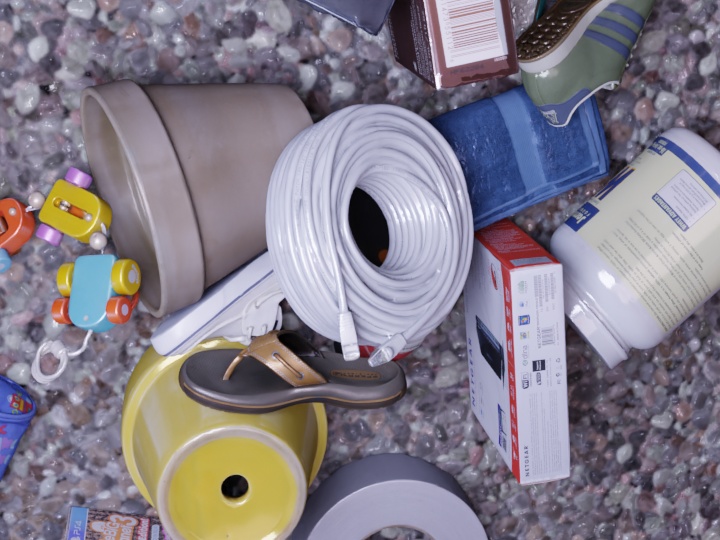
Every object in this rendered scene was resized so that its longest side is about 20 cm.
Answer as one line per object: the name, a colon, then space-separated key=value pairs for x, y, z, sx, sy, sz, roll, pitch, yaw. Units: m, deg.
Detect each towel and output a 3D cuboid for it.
towel: x=0.135 y=-0.108 z=1.111 sx=0.198 sy=0.048 sz=0.113 roll=-22 pitch=107 yaw=-14

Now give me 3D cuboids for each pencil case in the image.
pencil case: x=-0.382 y=0.190 z=1.111 sx=0.086 sy=0.078 sz=0.201 roll=24 pitch=100 yaw=-38

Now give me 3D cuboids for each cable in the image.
cable: x=0.012 y=-0.036 z=0.994 sx=0.199 sy=0.069 sz=0.202 roll=-25 pitch=98 yaw=-41

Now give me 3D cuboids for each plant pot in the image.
plant pot: x=-0.129 y=-0.084 z=1.033 sx=0.172 sy=0.200 sz=0.202 roll=-21 pitch=109 yaw=-20
plant pot: x=-0.120 y=0.164 z=1.090 sx=0.198 sy=0.189 sz=0.203 roll=-3 pitch=106 yaw=-9

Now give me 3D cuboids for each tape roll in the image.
tape roll: x=0.030 y=0.292 z=1.215 sx=0.198 sy=0.066 sz=0.203 roll=-2 pitch=105 yaw=-9

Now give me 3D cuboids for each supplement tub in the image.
supplement tub: x=0.271 y=-0.019 z=1.126 sx=0.200 sy=0.145 sz=0.145 roll=-42 pitch=108 yaw=4

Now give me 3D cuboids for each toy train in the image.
toy train: x=-0.266 y=-0.001 z=1.045 sx=0.150 sy=0.201 sz=0.056 roll=-40 pitch=153 yaw=8

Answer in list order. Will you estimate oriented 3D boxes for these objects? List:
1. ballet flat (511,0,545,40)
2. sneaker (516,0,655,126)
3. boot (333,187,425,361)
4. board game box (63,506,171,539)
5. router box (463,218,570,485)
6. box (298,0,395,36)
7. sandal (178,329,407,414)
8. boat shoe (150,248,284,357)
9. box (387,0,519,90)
ballet flat: x=0.153 y=-0.300 z=1.071 sx=0.071 sy=0.072 sz=0.202 roll=14 pitch=103 yaw=-13
sneaker: x=0.217 y=-0.209 z=1.087 sx=0.200 sy=0.067 sz=0.090 roll=-42 pitch=126 yaw=-24
boot: x=0.000 y=0.000 z=1.127 sx=0.072 sy=0.144 sz=0.202 roll=-3 pitch=69 yaw=-21
board game box: x=-0.203 y=0.337 z=1.173 sx=0.198 sy=0.097 sz=0.161 roll=9 pitch=104 yaw=-12
router box: x=0.141 y=0.068 z=1.111 sx=0.048 sy=0.180 sz=0.203 roll=-7 pitch=106 yaw=-8
box: x=-0.061 y=-0.293 z=0.964 sx=0.195 sy=0.200 sz=0.118 roll=25 pitch=101 yaw=-15
sandal: x=-0.055 y=0.082 z=1.022 sx=0.197 sy=0.082 sz=0.055 roll=3 pitch=118 yaw=-6
boat shoe: x=-0.099 y=0.032 z=1.078 sx=0.200 sy=0.071 sz=0.070 roll=-38 pitch=101 yaw=-38
box: x=0.070 y=-0.220 z=1.006 sx=0.074 sy=0.200 sz=0.101 roll=-12 pitch=107 yaw=-3
